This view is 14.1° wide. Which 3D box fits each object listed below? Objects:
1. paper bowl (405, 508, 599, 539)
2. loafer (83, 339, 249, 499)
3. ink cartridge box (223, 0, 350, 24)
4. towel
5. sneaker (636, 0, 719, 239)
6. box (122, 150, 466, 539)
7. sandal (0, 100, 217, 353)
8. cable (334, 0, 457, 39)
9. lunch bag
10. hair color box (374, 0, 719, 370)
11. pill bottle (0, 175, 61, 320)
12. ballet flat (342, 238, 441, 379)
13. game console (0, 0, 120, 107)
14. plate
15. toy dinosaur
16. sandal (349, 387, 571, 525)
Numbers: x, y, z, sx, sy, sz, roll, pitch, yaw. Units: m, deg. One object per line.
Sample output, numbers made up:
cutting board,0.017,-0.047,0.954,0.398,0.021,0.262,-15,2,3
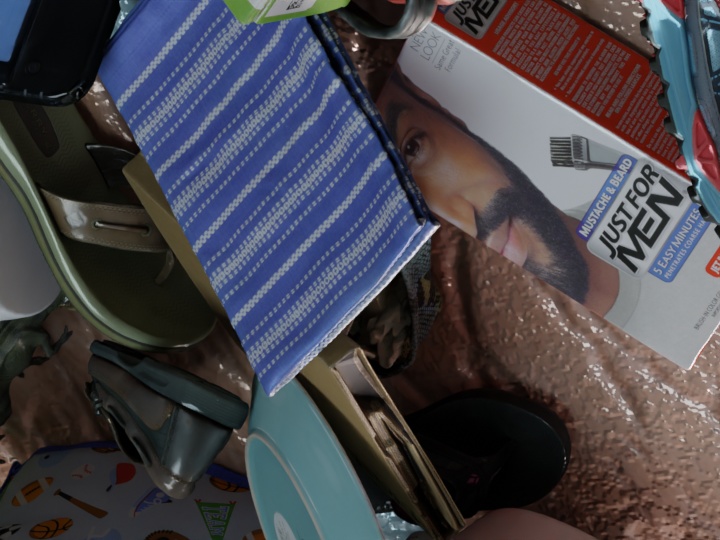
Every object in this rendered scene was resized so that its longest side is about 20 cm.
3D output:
paper bowl,0.105,0.203,1.567,0.200,0.105,0.201,30,165,9
loafer,-0.117,0.080,1.584,0.072,0.063,0.200,25,176,-17
ink cartridge box,-0.019,-0.230,1.279,0.148,0.076,0.200,53,128,17
towel,-0.051,-0.062,1.379,0.145,0.024,0.201,-46,64,39
sneaker,0.177,-0.099,1.285,0.095,0.079,0.201,-14,103,20
box,-0.035,0.039,1.493,0.200,0.021,0.164,43,169,42
sandal,-0.138,-0.038,1.554,0.057,0.080,0.201,-18,116,35
cable,-0.014,-0.146,1.386,0.199,0.098,0.050,-7,164,42
lunch bag,-0.146,0.191,1.695,0.199,0.170,0.124,17,129,16
hair color box,0.105,-0.052,1.404,0.199,0.064,0.111,32,138,4
pill bottle,-0.264,-0.009,1.624,0.199,0.120,0.120,-6,124,35
ballet flat,0.000,0.000,1.454,0.074,0.075,0.200,14,159,20
game console,-0.214,-0.192,1.443,0.199,0.177,0.116,10,160,25
plate,-0.022,0.143,1.506,0.201,0.025,0.201,58,162,31
toy dinosaur,-0.213,0.069,1.661,0.047,0.200,0.088,40,177,13
sandal,0.031,0.115,1.606,0.200,0.048,0.076,-13,120,38
